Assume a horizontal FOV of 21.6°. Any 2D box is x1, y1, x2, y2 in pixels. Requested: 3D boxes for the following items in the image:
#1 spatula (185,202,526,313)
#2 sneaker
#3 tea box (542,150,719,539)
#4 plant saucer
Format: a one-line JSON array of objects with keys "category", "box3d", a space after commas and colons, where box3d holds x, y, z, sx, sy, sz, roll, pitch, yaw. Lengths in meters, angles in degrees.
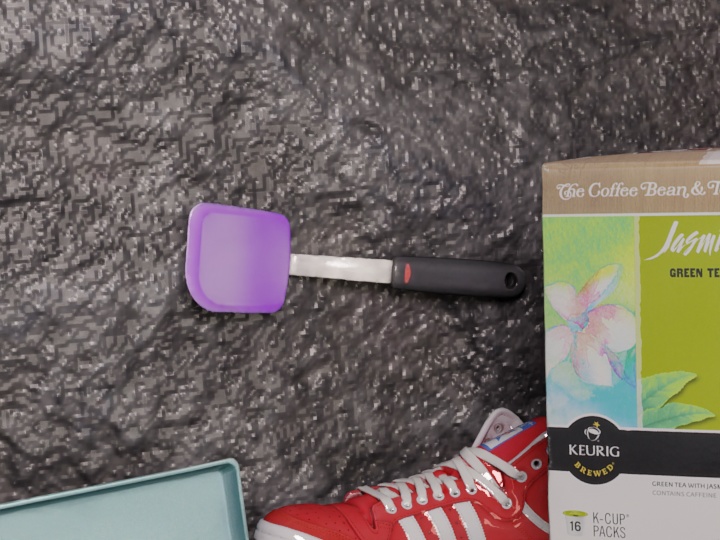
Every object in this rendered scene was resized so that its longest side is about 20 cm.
[{"category": "spatula", "box3d": [0.000, 0.000, 1.016, 0.199, 0.021, 0.057, 5, 90, -19]}, {"category": "sneaker", "box3d": [0.044, 0.121, 1.011, 0.199, 0.071, 0.113, 15, 92, -26]}, {"category": "tea box", "box3d": [0.185, 0.036, 0.964, 0.133, 0.200, 0.198, -1, 95, 24]}, {"category": "plant saucer", "box3d": [-0.156, 0.148, 0.974, 0.199, 0.019, 0.070, -9, 96, -17]}]
